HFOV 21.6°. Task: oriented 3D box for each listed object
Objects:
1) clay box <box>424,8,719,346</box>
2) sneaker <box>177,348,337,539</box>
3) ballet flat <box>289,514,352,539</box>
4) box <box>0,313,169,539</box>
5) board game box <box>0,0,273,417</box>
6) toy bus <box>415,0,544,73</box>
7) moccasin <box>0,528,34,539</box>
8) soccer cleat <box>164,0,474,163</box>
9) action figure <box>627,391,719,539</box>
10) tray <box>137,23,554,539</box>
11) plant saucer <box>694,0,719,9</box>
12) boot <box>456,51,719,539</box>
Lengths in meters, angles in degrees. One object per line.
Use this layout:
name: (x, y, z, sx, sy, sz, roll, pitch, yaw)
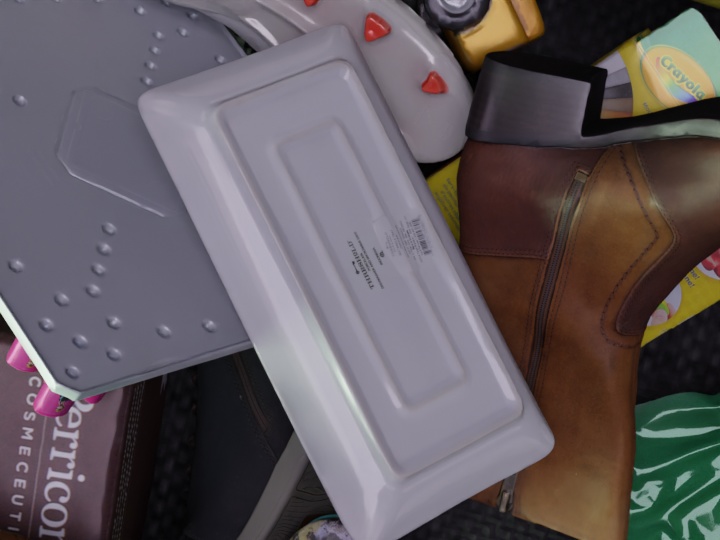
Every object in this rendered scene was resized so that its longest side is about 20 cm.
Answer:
clay box: (0.096, -0.018, 0.835, 0.199, 0.048, 0.115, -33, 92, 20)
sneaker: (-0.052, 0.092, 0.866, 0.106, 0.074, 0.201, 51, 119, 38)
ballet flat: (-0.016, 0.207, 0.830, 0.071, 0.072, 0.202, 6, 116, 0)
box: (-0.195, 0.092, 0.810, 0.198, 0.164, 0.167, 9, 93, -1)
board game box: (-0.100, -0.041, 0.777, 0.200, 0.199, 0.026, 53, 129, 19)
toy bus: (0.031, -0.190, 0.821, 0.078, 0.065, 0.201, -27, 92, 0)
moccasin: (-0.134, 0.128, 0.691, 0.200, 0.078, 0.074, 29, 93, -2)
soccer cleat: (-0.030, -0.120, 0.836, 0.199, 0.078, 0.070, 32, 118, 2)
action figure: (0.192, 0.086, 0.866, 0.199, 0.055, 0.119, -26, 91, -6)
tray: (0.000, 0.000, 0.750, 0.107, 0.022, 0.201, -24, 85, -32)
plant saucer: (0.183, -0.180, 0.822, 0.199, 0.049, 0.201, 18, 61, -3)
boot: (0.116, 0.026, 0.778, 0.187, 0.068, 0.201, 12, 107, 13)
